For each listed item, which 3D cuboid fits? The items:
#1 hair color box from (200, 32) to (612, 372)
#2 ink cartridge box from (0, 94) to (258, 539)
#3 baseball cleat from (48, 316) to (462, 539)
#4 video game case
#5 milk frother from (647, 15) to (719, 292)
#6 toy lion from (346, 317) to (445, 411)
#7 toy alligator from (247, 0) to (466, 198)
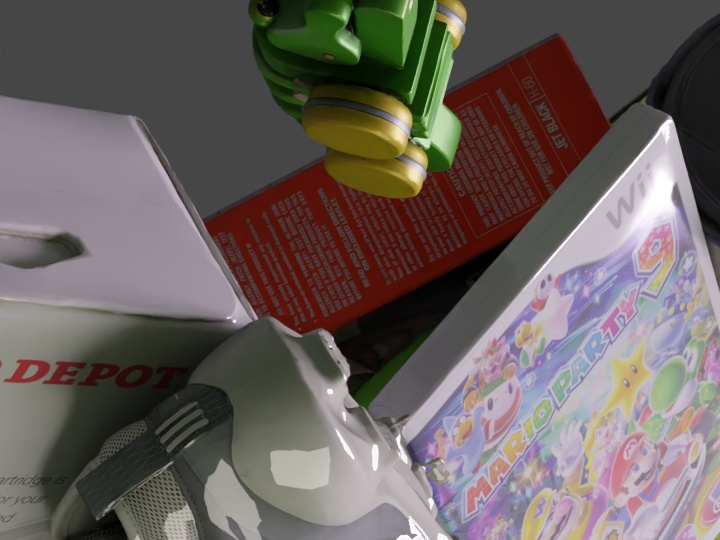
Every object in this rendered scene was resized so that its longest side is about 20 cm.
[{"bbox_3d":[0.000,0.000,0.814,0.199,0.062,0.102,-27,164,2],"label":"hair color box"},{"bbox_3d":[-0.144,0.045,0.600,0.145,0.084,0.200,6,133,-44],"label":"ink cartridge box"},{"bbox_3d":[-0.026,0.076,0.627,0.106,0.070,0.200,-31,148,0],"label":"baseball cleat"},{"bbox_3d":[0.079,0.059,0.781,0.143,0.018,0.201,-47,140,-20],"label":"video game case"},{"bbox_3d":[0.208,-0.044,0.892,0.179,0.201,0.188,-1,151,10],"label":"milk frother"},{"bbox_3d":[0.063,0.091,0.849,0.191,0.068,0.201,-33,134,-32],"label":"toy lion"},{"bbox_3d":[-0.007,-0.068,0.626,0.054,0.060,0.200,12,167,11],"label":"toy alligator"}]
